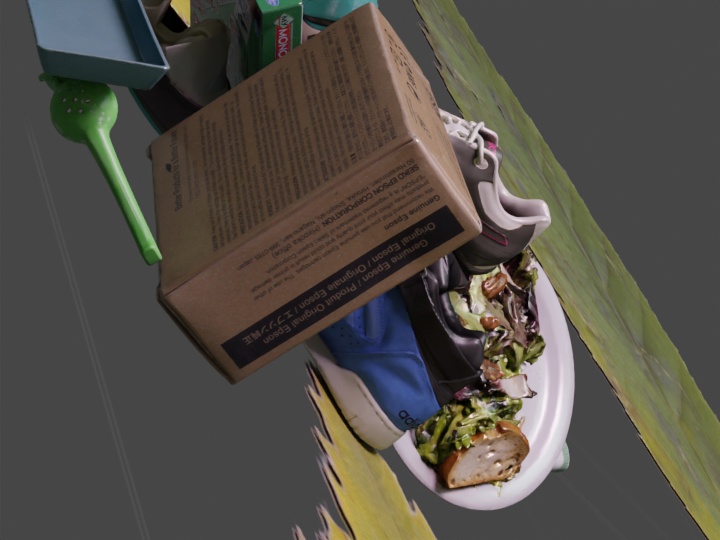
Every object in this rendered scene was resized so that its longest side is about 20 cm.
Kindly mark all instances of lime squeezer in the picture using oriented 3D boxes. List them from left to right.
[{"bbox_3d":[-0.146,-0.092,1.223,0.071,0.038,0.200,41,16,-42],"label":"lime squeezer"}]

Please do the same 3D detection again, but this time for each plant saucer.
[{"bbox_3d":[-0.153,-0.138,1.238,0.070,0.019,0.200,8,20,-15],"label":"plant saucer"}]

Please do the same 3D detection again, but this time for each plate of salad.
[{"bbox_3d":[0.083,0.059,1.482,0.200,0.048,0.200,11,73,-41],"label":"plate of salad"}]

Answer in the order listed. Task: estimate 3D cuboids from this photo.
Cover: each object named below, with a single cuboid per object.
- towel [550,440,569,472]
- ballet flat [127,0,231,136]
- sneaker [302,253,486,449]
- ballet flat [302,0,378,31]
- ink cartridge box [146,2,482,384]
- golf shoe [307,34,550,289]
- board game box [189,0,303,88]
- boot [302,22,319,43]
[{"bbox_3d":[0.103,0.085,1.780,0.149,0.031,0.200,59,12,22],"label":"towel"},{"bbox_3d":[-0.128,-0.149,1.379,0.200,0.068,0.068,51,36,-13],"label":"ballet flat"},{"bbox_3d":[0.000,0.000,1.384,0.200,0.111,0.077,57,11,7],"label":"sneaker"},{"bbox_3d":[-0.036,-0.203,1.432,0.067,0.070,0.200,1,16,-23],"label":"ballet flat"},{"bbox_3d":[-0.031,-0.048,1.250,0.075,0.165,0.200,52,12,-27],"label":"ink cartridge box"},{"bbox_3d":[0.039,-0.081,1.398,0.200,0.088,0.077,51,27,-29],"label":"golf shoe"},{"bbox_3d":[-0.076,-0.141,1.427,0.200,0.029,0.135,95,-25,-52],"label":"board game box"},{"bbox_3d":[-0.040,-0.142,1.513,0.070,0.200,0.146,3,53,-23],"label":"boot"}]
